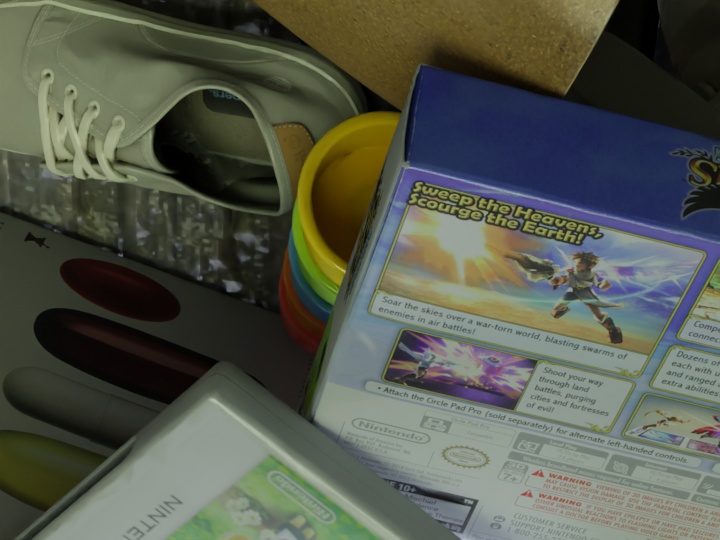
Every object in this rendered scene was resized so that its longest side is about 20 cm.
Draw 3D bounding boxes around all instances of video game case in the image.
[{"bbox_3d":[-0.025,0.139,0.789,0.200,0.022,0.182,38,128,-15],"label":"video game case"},{"bbox_3d":[0.090,0.031,0.721,0.199,0.046,0.181,14,141,-5],"label":"video game case"}]

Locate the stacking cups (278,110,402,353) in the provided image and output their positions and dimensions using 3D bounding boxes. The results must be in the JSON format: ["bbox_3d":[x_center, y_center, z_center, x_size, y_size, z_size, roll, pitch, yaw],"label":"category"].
[{"bbox_3d":[0.000,0.000,0.842,0.060,0.061,0.200,18,165,-1],"label":"stacking cups"}]

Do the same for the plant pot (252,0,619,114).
[{"bbox_3d":[-0.004,-0.154,0.719,0.200,0.187,0.187,25,127,-3],"label":"plant pot"}]

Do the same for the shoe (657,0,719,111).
[{"bbox_3d":[0.166,-0.038,0.786,0.200,0.053,0.070,51,135,20],"label":"shoe"}]

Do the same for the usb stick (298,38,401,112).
[{"bbox_3d":[-0.012,-0.120,0.839,0.055,0.033,0.200,-15,120,23],"label":"usb stick"}]

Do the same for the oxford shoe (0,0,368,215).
[{"bbox_3d":[-0.095,-0.061,0.872,0.200,0.058,0.075,10,133,23],"label":"oxford shoe"}]

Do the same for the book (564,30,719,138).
[{"bbox_3d":[0.124,0.021,0.834,0.048,0.134,0.200,-33,139,-17],"label":"book"}]

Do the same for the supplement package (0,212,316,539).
[{"bbox_3d":[-0.126,0.102,0.925,0.200,0.191,0.147,20,127,-3],"label":"supplement package"}]
